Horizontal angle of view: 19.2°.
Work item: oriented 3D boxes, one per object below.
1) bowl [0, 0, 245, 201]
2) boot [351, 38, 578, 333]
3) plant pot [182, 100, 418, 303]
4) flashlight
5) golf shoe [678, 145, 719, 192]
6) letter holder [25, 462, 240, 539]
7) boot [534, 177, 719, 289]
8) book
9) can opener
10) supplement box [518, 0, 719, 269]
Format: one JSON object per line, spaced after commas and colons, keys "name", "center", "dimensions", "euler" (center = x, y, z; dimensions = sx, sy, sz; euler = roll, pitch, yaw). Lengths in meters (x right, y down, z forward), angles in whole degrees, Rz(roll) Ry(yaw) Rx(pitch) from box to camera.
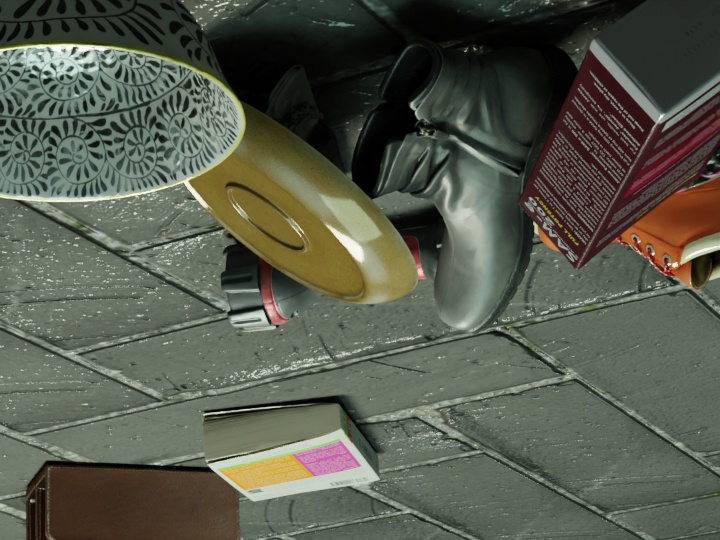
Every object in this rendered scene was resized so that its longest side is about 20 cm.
{"name": "bowl", "center": [-0.164, -0.119, 1.172], "dimensions": [0.199, 0.095, 0.201], "euler": [-3, 160, -1]}
{"name": "boot", "center": [0.046, -0.051, 1.297], "dimensions": [0.131, 0.070, 0.202], "euler": [-5, 120, -37]}
{"name": "plant pot", "center": [-0.052, -0.040, 1.324], "dimensions": [0.199, 0.028, 0.200], "euler": [34, 164, 11]}
{"name": "flashlight", "center": [0.000, 0.000, 1.550], "dimensions": [0.198, 0.068, 0.068], "euler": [-8, 164, 14]}
{"name": "golf shoe", "center": [0.160, -0.080, 1.381], "dimensions": [0.198, 0.073, 0.092], "euler": [-6, 178, 24]}
{"name": "letter holder", "center": [-0.228, 0.278, 2.130], "dimensions": [0.198, 0.143, 0.101], "euler": [5, 158, -20]}
{"name": "boot", "center": [0.196, -0.032, 1.448], "dimensions": [0.075, 0.108, 0.199], "euler": [14, 154, -43]}
{"name": "book", "center": [-0.062, 0.176, 2.034], "dimensions": [0.132, 0.049, 0.200], "euler": [-9, 160, 7]}
{"name": "can opener", "center": [-0.046, -0.078, 1.381], "dimensions": [0.066, 0.053, 0.200], "euler": [27, 166, 20]}
{"name": "supplement box", "center": [0.165, -0.089, 1.213], "dimensions": [0.109, 0.061, 0.200], "euler": [-36, 165, -22]}
